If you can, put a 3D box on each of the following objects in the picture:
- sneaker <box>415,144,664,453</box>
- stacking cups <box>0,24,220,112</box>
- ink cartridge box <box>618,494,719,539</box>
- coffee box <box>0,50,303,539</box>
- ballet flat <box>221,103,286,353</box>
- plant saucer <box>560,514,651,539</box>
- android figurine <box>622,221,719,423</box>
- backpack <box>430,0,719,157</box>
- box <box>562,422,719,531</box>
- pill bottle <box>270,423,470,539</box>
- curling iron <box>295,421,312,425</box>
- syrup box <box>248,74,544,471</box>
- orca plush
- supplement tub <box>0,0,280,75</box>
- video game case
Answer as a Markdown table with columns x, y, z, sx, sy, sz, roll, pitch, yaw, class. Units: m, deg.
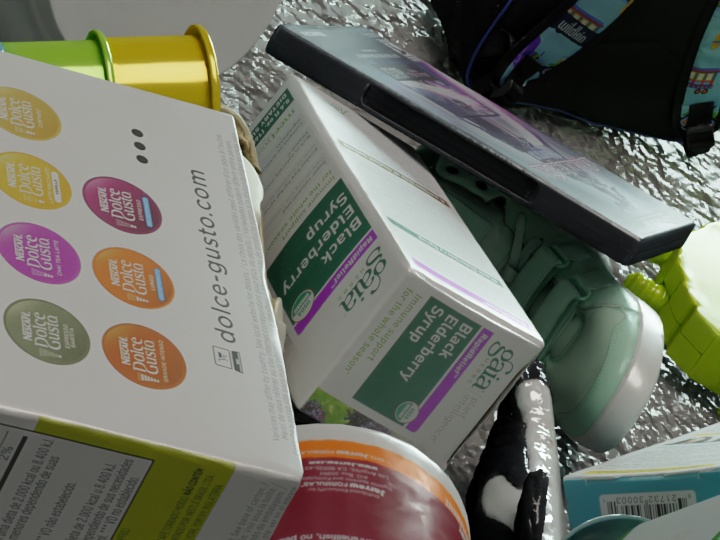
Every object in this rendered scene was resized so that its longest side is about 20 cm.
| x | y | z | sx | sy | sz | roll | pitch | yaw | class |
| --- | --- | --- | --- | --- | --- | --- | --- | --- | --- |
| 0.068 | 0.009 | 1.408 | 0.118 | 0.074 | 0.201 | 25 | 22 | -23 | sneaker |
| -0.154 | -0.061 | 1.103 | 0.200 | 0.061 | 0.061 | -2 | 42 | -19 | stacking cups |
| 0.149 | 0.199 | 1.111 | 0.200 | 0.083 | 0.147 | 61 | 35 | -5 | ink cartridge box |
| -0.159 | 0.054 | 1.034 | 0.197 | 0.200 | 0.200 | 15 | 34 | -23 | coffee box |
| -0.062 | 0.009 | 1.246 | 0.069 | 0.069 | 0.200 | 15 | 45 | -25 | ballet flat |
| 0.120 | 0.195 | 1.172 | 0.200 | 0.027 | 0.200 | 30 | 46 | -38 | plant saucer |
| 0.226 | 0.044 | 1.526 | 0.200 | 0.041 | 0.182 | 30 | 32 | -3 | android figurine |
| 0.152 | -0.184 | 1.632 | 0.182 | 0.200 | 0.135 | 11 | 37 | -28 | backpack |
| 0.176 | 0.098 | 1.341 | 0.200 | 0.082 | 0.049 | -11 | 94 | -56 | box |
| -0.013 | 0.158 | 1.092 | 0.114 | 0.114 | 0.200 | 22 | 33 | -14 | pill bottle |
| -0.074 | 0.061 | 1.261 | 0.200 | 0.026 | 0.050 | 10 | 39 | -31 | curling iron |
| 0.000 | 0.000 | 1.310 | 0.081 | 0.079 | 0.200 | 30 | 15 | -28 | syrup box |
| 0.050 | 0.112 | 1.252 | 0.071 | 0.105 | 0.200 | -8 | 58 | 6 | orca plush |
| -0.134 | -0.162 | 1.353 | 0.144 | 0.145 | 0.200 | 6 | 13 | -35 | supplement tub |
| 0.061 | -0.063 | 1.434 | 0.200 | 0.019 | 0.143 | 30 | 12 | 12 | video game case |
